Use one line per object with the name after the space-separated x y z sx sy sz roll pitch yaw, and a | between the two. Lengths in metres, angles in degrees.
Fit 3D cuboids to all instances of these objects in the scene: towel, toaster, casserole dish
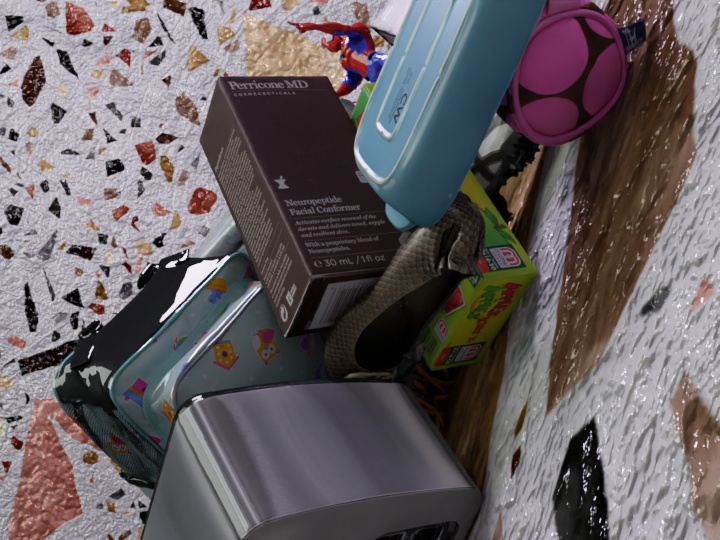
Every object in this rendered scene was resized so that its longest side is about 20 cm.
-0.087 -0.063 0.907 0.200 0.048 0.172 -43 15 33 | towel
-0.036 0.162 0.617 0.119 0.180 0.201 49 128 44 | toaster
0.048 -0.122 0.584 0.201 0.039 0.121 -66 23 16 | casserole dish

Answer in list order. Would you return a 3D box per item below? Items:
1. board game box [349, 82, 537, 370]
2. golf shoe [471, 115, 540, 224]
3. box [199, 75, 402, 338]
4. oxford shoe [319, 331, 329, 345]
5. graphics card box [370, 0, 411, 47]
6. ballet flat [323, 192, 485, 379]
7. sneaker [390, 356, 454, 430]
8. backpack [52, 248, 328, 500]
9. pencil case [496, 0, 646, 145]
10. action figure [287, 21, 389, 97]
0.046 -0.037 0.719 0.201 0.047 0.102 62 144 33 | board game box
0.088 -0.094 0.752 0.078 0.094 0.201 -24 -41 -61 | golf shoe
-0.039 -0.055 0.717 0.201 0.099 0.075 61 144 31 | box
-0.015 0.050 0.815 0.199 0.073 0.071 -16 25 41 | oxford shoe
0.099 -0.240 0.862 0.126 0.051 0.200 -54 32 5 | graphics card box
0.030 0.029 0.652 0.200 0.067 0.047 -57 49 41 | ballet flat
0.045 0.107 0.808 0.077 0.078 0.201 23 89 58 | sneaker
-0.105 0.104 0.743 0.176 0.152 0.201 -52 -49 -37 | backpack
0.102 -0.160 0.636 0.200 0.090 0.094 -121 9 -59 | pencil case
0.002 -0.182 0.885 0.200 0.098 0.066 42 134 45 | action figure
